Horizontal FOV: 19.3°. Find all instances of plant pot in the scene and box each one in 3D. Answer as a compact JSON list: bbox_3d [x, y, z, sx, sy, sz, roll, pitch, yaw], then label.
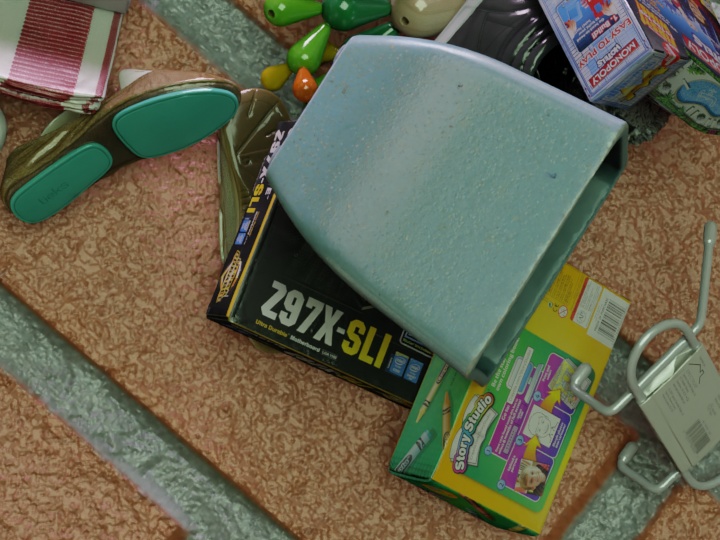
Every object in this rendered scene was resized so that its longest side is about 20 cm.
[{"bbox_3d":[0.051,-0.057,1.471,0.200,0.196,0.197,33,90,9],"label":"plant pot"}]

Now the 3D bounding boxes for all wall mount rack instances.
[{"bbox_3d":[0.250,0.071,1.618,0.174,0.075,0.200,-44,135,-9],"label":"wall mount rack"}]

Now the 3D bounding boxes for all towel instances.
[{"bbox_3d":[-0.282,-0.186,1.590,0.199,0.023,0.144,12,43,-7],"label":"towel"}]

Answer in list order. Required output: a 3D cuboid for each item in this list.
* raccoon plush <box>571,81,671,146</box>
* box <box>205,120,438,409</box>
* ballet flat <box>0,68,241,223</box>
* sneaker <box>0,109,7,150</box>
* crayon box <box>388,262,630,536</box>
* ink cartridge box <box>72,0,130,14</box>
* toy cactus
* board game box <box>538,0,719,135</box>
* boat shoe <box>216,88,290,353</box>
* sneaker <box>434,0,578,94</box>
[{"bbox_3d":[0.187,-0.116,1.676,0.200,0.134,0.097,6,63,-40],"label":"raccoon plush"},{"bbox_3d":[0.000,0.000,1.596,0.200,0.049,0.160,26,81,-28],"label":"box"},{"bbox_3d":[-0.186,-0.108,1.594,0.200,0.068,0.072,-30,47,9],"label":"ballet flat"},{"bbox_3d":[-0.360,-0.122,1.552,0.199,0.116,0.075,14,100,-7],"label":"sneaker"},{"bbox_3d":[0.114,0.086,1.607,0.119,0.058,0.200,30,77,-32],"label":"crayon box"},{"bbox_3d":[-0.252,-0.294,1.601,0.199,0.084,0.145,14,68,-6],"label":"ink cartridge box"},{"bbox_3d":[0.011,-0.197,1.596,0.165,0.102,0.200,-1,123,-14],"label":"toy cactus"},{"bbox_3d":[0.199,-0.175,1.545,0.062,0.200,0.200,-39,127,24],"label":"board game box"},{"bbox_3d":[-0.076,-0.037,1.626,0.073,0.063,0.201,-11,91,-17],"label":"boat shoe"},{"bbox_3d":[0.092,-0.129,1.592,0.200,0.071,0.099,-53,51,18],"label":"sneaker"}]
